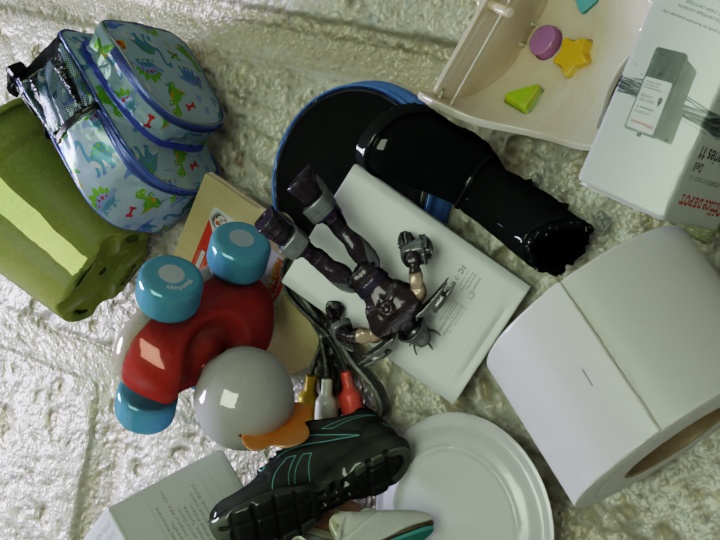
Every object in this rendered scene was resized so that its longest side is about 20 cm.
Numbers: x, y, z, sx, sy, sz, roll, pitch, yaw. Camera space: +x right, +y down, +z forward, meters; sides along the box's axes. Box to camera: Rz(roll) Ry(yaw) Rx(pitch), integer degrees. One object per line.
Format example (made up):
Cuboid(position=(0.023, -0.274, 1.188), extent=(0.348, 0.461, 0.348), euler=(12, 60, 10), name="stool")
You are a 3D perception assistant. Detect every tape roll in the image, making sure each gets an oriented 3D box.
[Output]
Cuboid(position=(0.221, 0.080, 1.101), extent=(0.202, 0.202, 0.140), euler=(-41, 69, 22), name="tape roll")

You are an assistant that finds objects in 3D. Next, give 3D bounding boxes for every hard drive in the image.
Cuboid(position=(0.042, 0.012, 1.267), extent=(0.199, 0.027, 0.133), euler=(35, 100, 6), name="hard drive")

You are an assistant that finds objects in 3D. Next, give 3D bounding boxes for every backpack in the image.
Cuboid(position=(-0.231, -0.150, 1.390), extent=(0.146, 0.182, 0.202), euler=(-35, 75, 25), name="backpack")

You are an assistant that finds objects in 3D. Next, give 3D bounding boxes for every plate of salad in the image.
Cuboid(position=(0.098, 0.232, 1.253), extent=(0.198, 0.048, 0.204), euler=(2, 93, 39), name="plate of salad")

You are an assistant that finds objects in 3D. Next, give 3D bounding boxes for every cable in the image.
Cuboid(position=(-0.029, 0.080, 1.308), extent=(0.096, 0.050, 0.203), euler=(-3, 106, 23), name="cable")

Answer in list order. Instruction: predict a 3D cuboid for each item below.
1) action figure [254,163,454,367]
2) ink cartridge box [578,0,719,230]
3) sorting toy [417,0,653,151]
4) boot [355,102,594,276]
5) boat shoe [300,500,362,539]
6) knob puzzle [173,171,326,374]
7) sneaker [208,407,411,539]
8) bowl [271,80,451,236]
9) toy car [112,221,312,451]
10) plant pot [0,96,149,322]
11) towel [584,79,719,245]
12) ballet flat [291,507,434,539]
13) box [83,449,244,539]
Cuboid(position=(0.000, 0.000, 1.228), extent=(0.130, 0.069, 0.200), euler=(-44, 99, 4), name="action figure")
Cuboid(position=(0.268, -0.140, 1.074), extent=(0.083, 0.146, 0.202), euler=(29, 104, 29), name="ink cartridge box")
Cuboid(position=(0.178, -0.189, 1.167), extent=(0.180, 0.106, 0.202), euler=(37, 101, 41), name="sorting toy")
Cuboid(position=(0.105, -0.066, 1.185), extent=(0.162, 0.197, 0.074), euler=(45, 111, 31), name="boot")
Cuboid(position=(-0.073, 0.251, 1.346), extent=(0.198, 0.076, 0.072), euler=(2, 50, 41), name="boat shoe")
Cuboid(position=(-0.104, 0.022, 1.379), extent=(0.217, 0.030, 0.223), euler=(11, 112, 28), name="knob puzzle")
Cuboid(position=(-0.053, 0.191, 1.251), extent=(0.079, 0.198, 0.076), euler=(53, 156, 41), name="sneaker")
Cuboid(position=(-0.003, -0.088, 1.334), extent=(0.198, 0.039, 0.204), euler=(-2, 86, 30), name="bowl")
Cuboid(position=(-0.113, 0.097, 1.276), extent=(0.199, 0.176, 0.186), euler=(38, 132, 22), name="toy car")
Cuboid(position=(-0.333, -0.052, 1.454), extent=(0.184, 0.200, 0.201), euler=(41, 107, 14), name="plant pot")
Cuboid(position=(0.267, -0.134, 1.180), extent=(0.200, 0.036, 0.149), euler=(45, 110, 24), name="towel")
Cuboid(position=(-0.027, 0.256, 1.214), extent=(0.198, 0.070, 0.070), euler=(-30, 68, -17), name="ballet flat")
Cuboid(position=(-0.165, 0.312, 1.296), extent=(0.201, 0.130, 0.199), euler=(58, 146, 11), name="box")
